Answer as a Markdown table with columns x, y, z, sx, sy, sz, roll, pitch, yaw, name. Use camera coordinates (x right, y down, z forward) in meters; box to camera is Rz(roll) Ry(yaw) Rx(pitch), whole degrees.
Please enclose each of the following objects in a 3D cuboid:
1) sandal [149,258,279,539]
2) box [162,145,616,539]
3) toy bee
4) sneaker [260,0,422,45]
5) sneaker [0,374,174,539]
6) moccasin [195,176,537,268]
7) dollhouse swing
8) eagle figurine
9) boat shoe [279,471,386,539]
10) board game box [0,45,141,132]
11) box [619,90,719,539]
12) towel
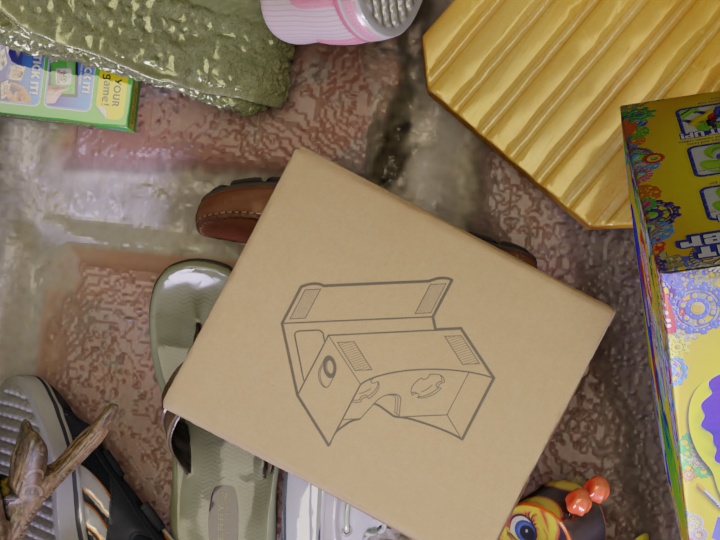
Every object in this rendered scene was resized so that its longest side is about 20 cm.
| x | y | z | sx | sy | sz | roll | pitch | yaw | name |
| --- | --- | --- | --- | --- | --- | --- | --- | --- | --- |
| -0.081 | 0.092 | 1.182 | 0.079 | 0.057 | 0.202 | -6 | 87 | 4 | sandal |
| 0.015 | 0.049 | 1.116 | 0.199 | 0.021 | 0.164 | 28 | 85 | 8 | box |
| 0.107 | 0.166 | 1.129 | 0.200 | 0.109 | 0.131 | 42 | 47 | -9 | toy bee |
| 0.008 | -0.203 | 1.166 | 0.075 | 0.104 | 0.201 | 51 | 53 | -30 | sneaker |
| -0.158 | 0.155 | 1.180 | 0.078 | 0.079 | 0.201 | -38 | 62 | 42 | sneaker |
| 0.000 | 0.000 | 1.176 | 0.200 | 0.074 | 0.078 | 19 | 77 | -4 | moccasin |
| 0.152 | -0.150 | 1.128 | 0.200 | 0.182 | 0.176 | 41 | 71 | 5 | dollhouse swing |
| -0.251 | 0.103 | 1.134 | 0.200 | 0.151 | 0.152 | 30 | 134 | 33 | eagle figurine |
| -0.012 | 0.129 | 1.161 | 0.066 | 0.074 | 0.201 | -1 | 100 | -5 | boat shoe |
| -0.190 | -0.190 | 1.218 | 0.134 | 0.029 | 0.201 | 6 | 88 | 5 | board game box |
| 0.213 | 0.033 | 1.057 | 0.121 | 0.193 | 0.201 | -8 | 118 | 5 | box |
| -0.124 | -0.181 | 1.182 | 0.199 | 0.036 | 0.149 | 15 | 85 | -16 | towel |
